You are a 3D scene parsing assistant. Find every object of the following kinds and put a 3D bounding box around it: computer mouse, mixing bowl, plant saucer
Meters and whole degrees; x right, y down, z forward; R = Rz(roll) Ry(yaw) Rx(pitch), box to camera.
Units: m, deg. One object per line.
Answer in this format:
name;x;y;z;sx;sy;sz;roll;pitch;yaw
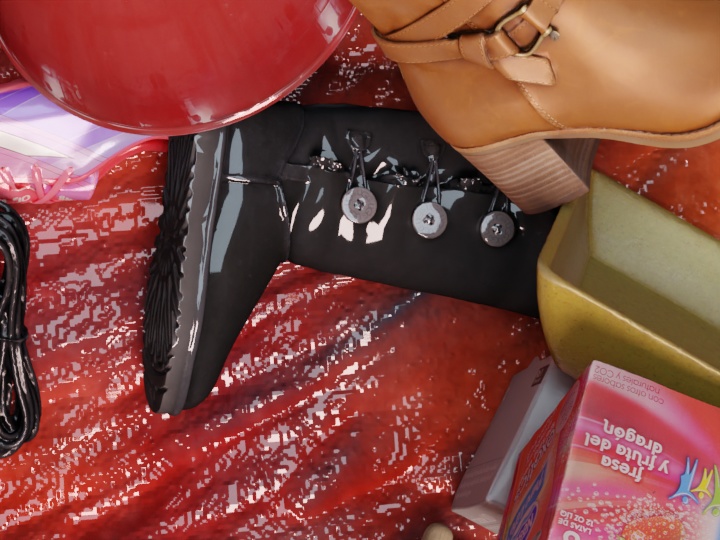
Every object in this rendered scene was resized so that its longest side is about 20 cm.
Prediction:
computer mouse;-0.250;0.023;0.958;0.198;0.046;0.142;3;102;-6
mixing bowl;-0.096;-0.175;0.924;0.199;0.108;0.202;-3;72;8
plant saucer;0.170;0.039;0.959;0.199;0.200;0.049;31;110;2

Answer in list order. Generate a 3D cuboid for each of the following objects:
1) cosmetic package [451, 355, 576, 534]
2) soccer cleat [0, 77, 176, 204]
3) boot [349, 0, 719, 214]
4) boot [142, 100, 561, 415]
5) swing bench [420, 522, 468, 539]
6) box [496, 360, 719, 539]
cosmetic package;0.152;0.123;0.978;0.199;0.107;0.091;25;78;0
soccer cleat;-0.173;-0.058;0.993;0.199;0.067;0.077;-19;89;-11
boot;0.102;-0.121;0.906;0.199;0.074;0.155;-31;118;23
boot;0.000;-0.001;1.001;0.199;0.066;0.166;7;97;-20
swing bench;0.085;0.253;0.943;0.198;0.130;0.201;26;85;-2
box;0.161;0.132;0.857;0.199;0.103;0.095;22;58;-5
